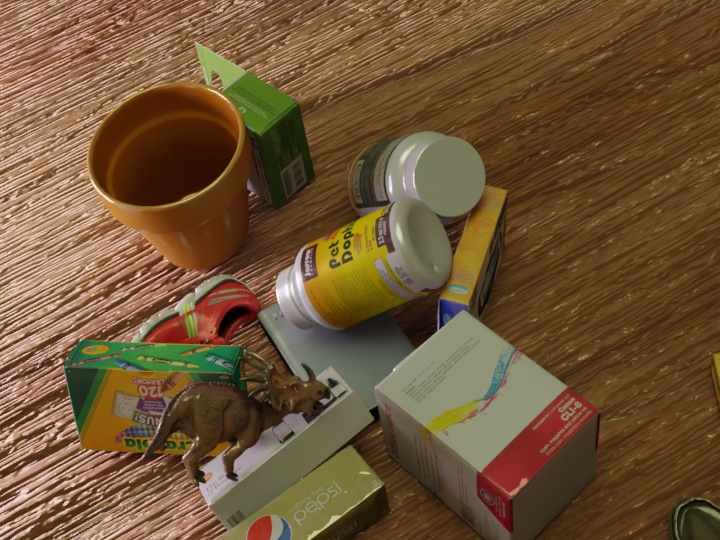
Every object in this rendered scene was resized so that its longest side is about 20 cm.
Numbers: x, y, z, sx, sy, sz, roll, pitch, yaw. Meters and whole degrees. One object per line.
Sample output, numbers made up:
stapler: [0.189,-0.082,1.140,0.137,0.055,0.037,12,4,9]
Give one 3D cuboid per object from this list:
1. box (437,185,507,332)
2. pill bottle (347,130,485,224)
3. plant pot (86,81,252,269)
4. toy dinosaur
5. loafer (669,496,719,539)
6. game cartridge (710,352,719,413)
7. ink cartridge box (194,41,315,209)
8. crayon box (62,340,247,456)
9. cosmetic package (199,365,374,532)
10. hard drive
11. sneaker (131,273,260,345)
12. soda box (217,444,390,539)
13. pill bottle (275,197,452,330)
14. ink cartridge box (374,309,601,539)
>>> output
box: [0.132,0.011,1.517,0.041,0.119,0.201,12,55,12]
pill bottle: [0.068,-0.109,1.563,0.116,0.117,0.200,-35,13,-18]
plant pot: [-0.221,-0.103,1.613,0.198,0.184,0.201,-6,55,8]
toy dinosaur: [-0.144,0.145,1.336,0.199,0.136,0.086,1,33,-39]
loafer: [0.374,0.309,1.283,0.075,0.070,0.201,-17,52,-5]
game cartridge: [0.502,0.164,1.405,0.198,0.033,0.177,-3,52,3]
ink cartridge box: [-0.164,-0.195,1.703,0.199,0.148,0.076,33,63,29]
crayon box: [-0.229,0.147,1.460,0.198,0.120,0.058,1,31,9]
cosmetic package: [-0.087,0.195,1.408,0.200,0.051,0.083,-38,23,-6]
hard drive: [-0.019,0.096,1.530,0.139,0.033,0.200,-27,54,-13]
sneaker: [-0.202,0.083,1.538,0.085,0.077,0.200,33,64,29]
soda box: [-0.066,0.280,1.375,0.199,0.064,0.068,-34,55,-16]
pill bottle: [0.000,0.000,1.471,0.199,0.109,0.110,-25,44,31]
ink cartridge box: [0.136,0.174,1.374,0.144,0.146,0.200,-40,58,-21]
